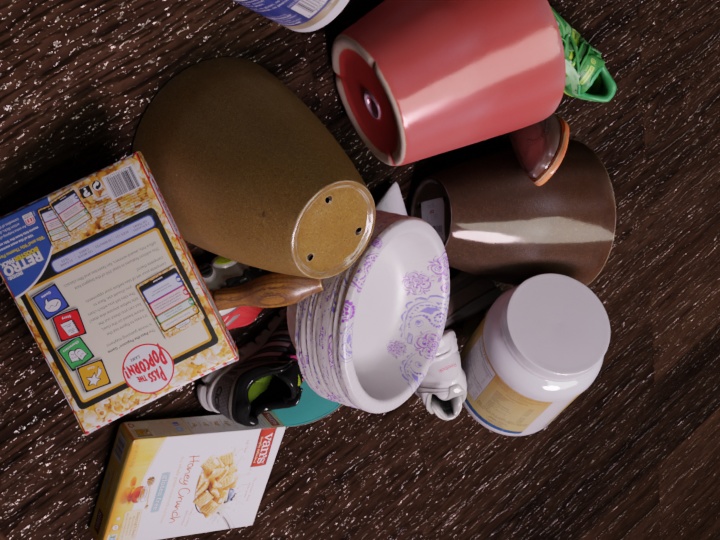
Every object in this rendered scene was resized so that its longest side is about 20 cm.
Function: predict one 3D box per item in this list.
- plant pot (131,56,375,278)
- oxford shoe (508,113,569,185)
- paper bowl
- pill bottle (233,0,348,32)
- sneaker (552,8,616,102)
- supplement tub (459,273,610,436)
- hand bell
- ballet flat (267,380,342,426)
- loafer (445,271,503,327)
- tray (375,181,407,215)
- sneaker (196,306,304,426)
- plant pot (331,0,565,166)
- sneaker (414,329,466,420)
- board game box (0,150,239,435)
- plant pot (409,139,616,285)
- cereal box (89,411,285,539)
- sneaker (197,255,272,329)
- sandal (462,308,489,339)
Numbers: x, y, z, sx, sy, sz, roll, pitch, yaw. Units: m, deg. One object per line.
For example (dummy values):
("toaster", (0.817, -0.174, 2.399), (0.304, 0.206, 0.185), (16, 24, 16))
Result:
("plant pot", (-0.082, -0.075, 0.955), (0.186, 0.200, 0.188), (-24, 131, -31))
("oxford shoe", (0.181, -0.168, 1.164), (0.073, 0.201, 0.071), (26, 123, -22))
("paper bowl", (0.001, 0.037, 1.061), (0.200, 0.104, 0.202), (-28, 124, -51))
("pill bottle", (-0.101, -0.287, 0.870), (0.199, 0.111, 0.112), (16, 103, -47))
("sneaker", (0.248, -0.259, 1.235), (0.199, 0.083, 0.074), (20, 101, -47))
("supplement tub", (0.203, 0.102, 1.232), (0.144, 0.145, 0.200), (-33, 164, -24))
("hand bell", (-0.133, 0.026, 0.970), (0.198, 0.105, 0.105), (-11, 131, 5))
("ballet flat", (-0.025, 0.118, 1.216), (0.199, 0.067, 0.068), (-31, 108, 17))
("loafer", (0.084, 0.051, 1.300), (0.199, 0.063, 0.072), (-25, 171, -18))
("tray", (0.000, 0.000, 1.169), (0.200, 0.022, 0.108), (-54, 142, -35))
("sneaker", (-0.081, 0.104, 1.152), (0.199, 0.087, 0.074), (-36, 135, -21))
("plant pot", (0.079, -0.205, 1.045), (0.176, 0.200, 0.201), (-29, 132, -16))
("sneaker", (0.086, 0.140, 1.276), (0.077, 0.100, 0.200), (-20, 169, -7))
("board game box", (-0.216, 0.019, 0.901), (0.151, 0.046, 0.201), (-25, 100, -5))
("plant pot", (0.166, -0.063, 1.229), (0.199, 0.187, 0.188), (-3, 117, -29))
("cereal box", (-0.190, 0.231, 1.156), (0.199, 0.039, 0.145), (2, 117, -40))
("sneaker", (-0.114, 0.013, 1.093), (0.199, 0.077, 0.085), (-27, 151, -28))
("sandal", (0.198, 0.074, 1.429), (0.212, 0.077, 0.070), (46, 50, -55))
